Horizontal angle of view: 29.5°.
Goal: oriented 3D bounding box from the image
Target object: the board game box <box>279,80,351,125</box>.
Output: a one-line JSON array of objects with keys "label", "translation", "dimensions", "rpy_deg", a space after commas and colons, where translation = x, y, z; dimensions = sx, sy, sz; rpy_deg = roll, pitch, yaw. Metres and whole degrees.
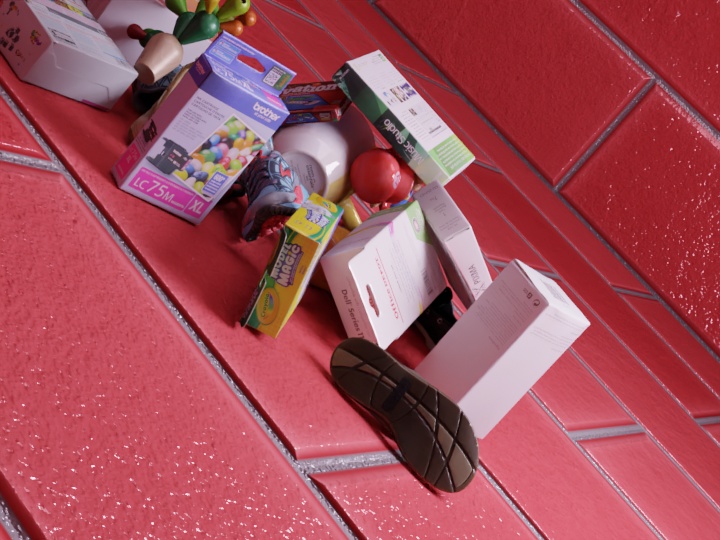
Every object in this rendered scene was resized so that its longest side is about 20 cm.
[{"label": "board game box", "translation": [-0.106, -0.220, 1.818], "dimensions": [0.103, 0.197, 0.020], "rpy_deg": [-58, 141, -55]}]

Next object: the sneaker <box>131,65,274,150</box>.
[{"label": "sneaker", "translation": [-0.203, -0.179, 1.709], "dimensions": [0.198, 0.080, 0.096], "rpy_deg": [31, 33, -4]}]

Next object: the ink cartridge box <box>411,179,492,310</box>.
[{"label": "ink cartridge box", "translation": [0.140, 0.010, 1.708], "dimensions": [0.177, 0.044, 0.201], "rpy_deg": [60, -1, 38]}]

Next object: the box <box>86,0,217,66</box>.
[{"label": "box", "translation": [-0.281, -0.334, 1.839], "dimensions": [0.152, 0.107, 0.201], "rpy_deg": [36, 16, -23]}]

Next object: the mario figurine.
[{"label": "mario figurine", "translation": [0.058, -0.110, 1.813], "dimensions": [0.124, 0.105, 0.200], "rpy_deg": [57, 7, 9]}]

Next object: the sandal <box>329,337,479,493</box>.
[{"label": "sandal", "translation": [0.048, 0.152, 1.452], "dimensions": [0.199, 0.082, 0.055], "rpy_deg": [39, -7, 14]}]

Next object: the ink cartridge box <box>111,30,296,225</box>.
[{"label": "ink cartridge box", "translation": [-0.162, -0.150, 1.466], "dimensions": [0.119, 0.201, 0.042], "rpy_deg": [25, 21, -44]}]

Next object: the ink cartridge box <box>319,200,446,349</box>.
[{"label": "ink cartridge box", "translation": [0.021, 0.010, 1.598], "dimensions": [0.200, 0.067, 0.119], "rpy_deg": [-41, 114, -57]}]

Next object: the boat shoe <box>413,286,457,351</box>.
[{"label": "boat shoe", "translation": [0.101, 0.053, 1.821], "dimensions": [0.074, 0.066, 0.200], "rpy_deg": [26, 23, -44]}]

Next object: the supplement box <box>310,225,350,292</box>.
[{"label": "supplement box", "translation": [0.000, 0.000, 1.717], "dimensions": [0.199, 0.067, 0.069], "rpy_deg": [25, 23, -49]}]

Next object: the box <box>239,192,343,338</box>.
[{"label": "box", "translation": [-0.072, -0.006, 1.453], "dimensions": [0.048, 0.118, 0.200], "rpy_deg": [27, 16, 2]}]

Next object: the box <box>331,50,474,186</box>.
[{"label": "box", "translation": [0.058, -0.197, 1.789], "dimensions": [0.200, 0.036, 0.144], "rpy_deg": [47, 23, 2]}]

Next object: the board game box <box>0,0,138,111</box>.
[{"label": "board game box", "translation": [-0.368, -0.286, 1.583], "dimensions": [0.201, 0.064, 0.147], "rpy_deg": [52, 17, 27]}]

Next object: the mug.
[{"label": "mug", "translation": [-0.050, -0.132, 1.816], "dimensions": [0.185, 0.150, 0.153], "rpy_deg": [35, 24, -2]}]

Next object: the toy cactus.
[{"label": "toy cactus", "translation": [-0.218, -0.291, 1.644], "dimensions": [0.166, 0.198, 0.103], "rpy_deg": [-56, 133, -39]}]

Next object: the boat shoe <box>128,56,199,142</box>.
[{"label": "boat shoe", "translation": [-0.199, -0.205, 1.624], "dimensions": [0.073, 0.063, 0.201], "rpy_deg": [48, 44, -6]}]

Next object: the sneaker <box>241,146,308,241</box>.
[{"label": "sneaker", "translation": [-0.116, -0.096, 1.612], "dimensions": [0.096, 0.079, 0.200], "rpy_deg": [61, 5, -8]}]

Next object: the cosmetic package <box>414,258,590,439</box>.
[{"label": "cosmetic package", "translation": [0.159, 0.097, 1.601], "dimensions": [0.112, 0.200, 0.081], "rpy_deg": [25, 23, -52]}]

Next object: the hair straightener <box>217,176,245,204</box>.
[{"label": "hair straightener", "translation": [-0.178, -0.119, 1.640], "dimensions": [0.077, 0.041, 0.200], "rpy_deg": [44, 15, 3]}]
